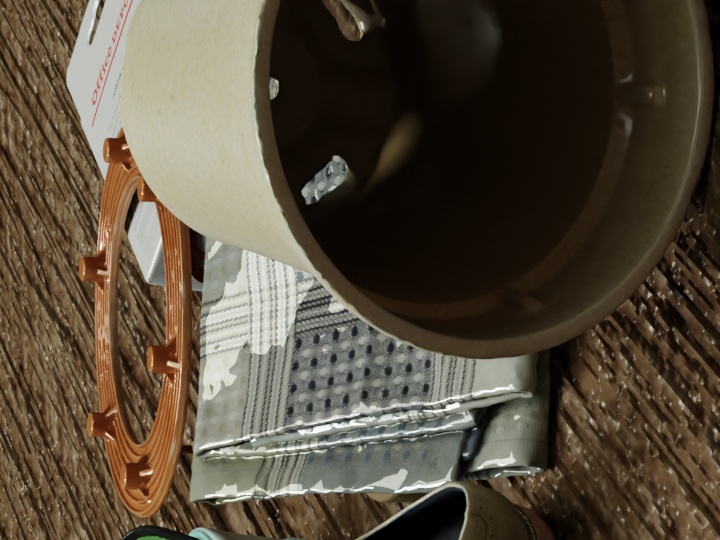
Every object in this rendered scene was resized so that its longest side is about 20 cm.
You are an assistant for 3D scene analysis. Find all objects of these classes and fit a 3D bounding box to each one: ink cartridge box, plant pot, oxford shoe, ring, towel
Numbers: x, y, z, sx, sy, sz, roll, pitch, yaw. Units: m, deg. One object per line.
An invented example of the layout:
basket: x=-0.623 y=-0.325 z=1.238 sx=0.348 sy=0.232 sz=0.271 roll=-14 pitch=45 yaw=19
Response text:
ink cartridge box: x=-0.090 y=-0.091 z=1.457 sx=0.115 sy=0.068 sz=0.200 roll=-68 pitch=29 yaw=28
plant pot: x=0.002 y=-0.071 z=1.082 sx=0.183 sy=0.200 sz=0.201 roll=4 pitch=86 yaw=59
oxford shoe: x=-0.016 y=0.153 z=1.113 sx=0.200 sy=0.074 sz=0.071 roll=-44 pitch=50 yaw=4
ring: x=-0.114 y=0.021 z=1.370 sx=0.200 sy=0.019 sz=0.201 roll=-179 pitch=90 yaw=-73
towel: x=0.000 y=0.000 z=1.196 sx=0.192 sy=0.034 sz=0.201 roll=-9 pitch=73 yaw=35

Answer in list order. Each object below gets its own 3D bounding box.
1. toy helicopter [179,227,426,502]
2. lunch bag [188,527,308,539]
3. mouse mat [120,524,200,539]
toy helicopter: x=-0.023 y=0.054 z=1.269 sx=0.200 sy=0.079 sz=0.133 roll=43 pitch=119 yaw=52
lunch bag: x=-0.039 y=0.212 z=1.246 sx=0.200 sy=0.077 sz=0.161 roll=44 pitch=116 yaw=58
mouse mat: x=-0.020 y=0.195 z=1.091 sx=0.008 sy=0.199 sz=0.161 roll=-72 pitch=2 yaw=-68
